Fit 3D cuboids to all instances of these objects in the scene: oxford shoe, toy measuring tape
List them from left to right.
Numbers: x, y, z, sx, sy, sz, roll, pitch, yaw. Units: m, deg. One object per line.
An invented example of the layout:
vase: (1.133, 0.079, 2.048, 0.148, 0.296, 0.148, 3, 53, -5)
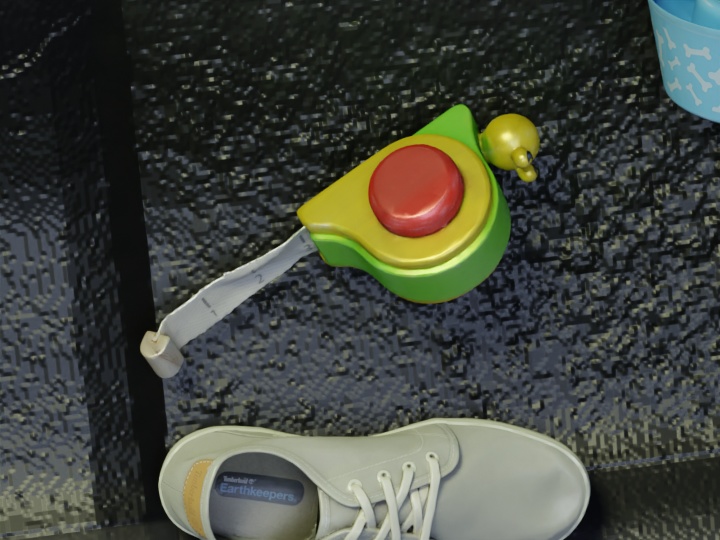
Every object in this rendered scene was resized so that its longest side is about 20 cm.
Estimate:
toy measuring tape: (0.000, 0.000, 1.171, 0.200, 0.074, 0.074, -35, 106, -3)
oxford shoe: (0.009, 0.105, 1.207, 0.199, 0.058, 0.076, 3, 100, -12)

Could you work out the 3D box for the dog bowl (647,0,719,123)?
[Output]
dog bowl: (0.222, -0.104, 1.171, 0.199, 0.112, 0.050, -5, 117, -8)
